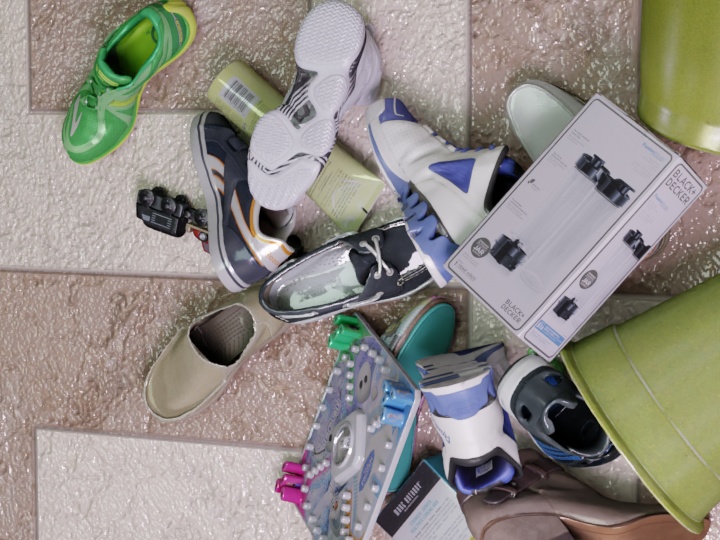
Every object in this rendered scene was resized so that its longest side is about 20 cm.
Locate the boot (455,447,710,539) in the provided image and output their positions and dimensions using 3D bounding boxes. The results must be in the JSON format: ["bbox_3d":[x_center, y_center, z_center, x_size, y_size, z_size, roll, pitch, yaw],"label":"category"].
[{"bbox_3d":[0.190,0.209,1.703,0.146,0.200,0.070,46,135,47],"label":"boot"}]

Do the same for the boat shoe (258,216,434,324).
[{"bbox_3d":[0.000,0.000,1.794,0.200,0.060,0.076,-27,79,12],"label":"boat shoe"}]

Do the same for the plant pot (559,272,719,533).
[{"bbox_3d":[0.300,0.084,1.612,0.190,0.200,0.200,-38,77,12],"label":"plant pot"}]

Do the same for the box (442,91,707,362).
[{"bbox_3d":[0.179,-0.037,1.609,0.200,0.060,0.117,-50,48,3],"label":"box"}]

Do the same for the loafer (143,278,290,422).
[{"bbox_3d":[-0.152,0.079,1.889,0.200,0.068,0.076,-44,75,23],"label":"loafer"}]

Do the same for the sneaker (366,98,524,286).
[{"bbox_3d":[0.086,-0.082,1.728,0.115,0.081,0.199,-26,49,4],"label":"sneaker"}]

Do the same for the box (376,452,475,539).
[{"bbox_3d":[0.114,0.268,1.781,0.200,0.049,0.082,44,111,17],"label":"box"}]

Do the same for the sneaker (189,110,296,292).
[{"bbox_3d":[-0.107,-0.077,1.831,0.079,0.078,0.200,-25,57,18],"label":"sneaker"}]

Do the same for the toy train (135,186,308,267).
[{"bbox_3d":[-0.139,-0.035,1.893,0.200,0.034,0.046,20,106,24],"label":"toy train"}]

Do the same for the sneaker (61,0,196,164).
[{"bbox_3d":[-0.245,-0.192,1.906,0.074,0.084,0.200,44,112,17],"label":"sneaker"}]

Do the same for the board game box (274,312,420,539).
[{"bbox_3d":[-0.017,0.161,1.779,0.200,0.026,0.200,-130,56,-63],"label":"board game box"}]

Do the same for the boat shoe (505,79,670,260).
[{"bbox_3d":[0.196,-0.092,1.700,0.075,0.068,0.200,-46,74,22],"label":"boat shoe"}]

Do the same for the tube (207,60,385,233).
[{"bbox_3d":[-0.062,-0.120,1.843,0.200,0.058,0.052,43,80,15],"label":"tube"}]

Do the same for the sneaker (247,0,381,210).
[{"bbox_3d":[-0.035,-0.148,1.779,0.075,0.115,0.200,23,96,16],"label":"sneaker"}]

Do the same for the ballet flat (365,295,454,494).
[{"bbox_3d":[0.031,0.111,1.809,0.071,0.069,0.200,28,108,49],"label":"ballet flat"}]

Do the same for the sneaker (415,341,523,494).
[{"bbox_3d":[0.096,0.134,1.695,0.080,0.199,0.115,-12,97,9],"label":"sneaker"}]

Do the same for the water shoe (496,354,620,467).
[{"bbox_3d":[0.186,0.141,1.650,0.072,0.200,0.079,-50,50,7],"label":"water shoe"}]

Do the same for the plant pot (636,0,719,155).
[{"bbox_3d":[0.311,-0.201,1.578,0.200,0.200,0.193,23,114,23],"label":"plant pot"}]

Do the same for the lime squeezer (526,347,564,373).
[{"bbox_3d":[0.186,0.077,1.745,0.071,0.038,0.200,4,96,-5],"label":"lime squeezer"}]
